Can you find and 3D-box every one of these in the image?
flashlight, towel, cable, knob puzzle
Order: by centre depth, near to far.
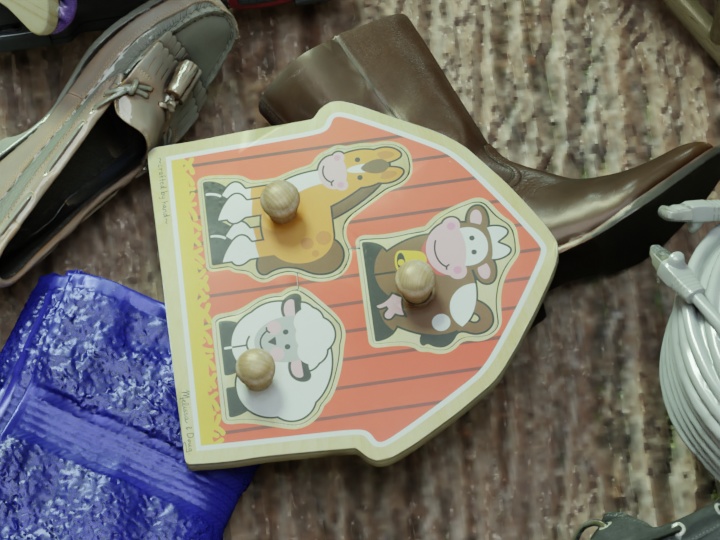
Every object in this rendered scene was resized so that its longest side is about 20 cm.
[{"bbox_3d":[0.245,0.052,1.383,0.199,0.069,0.201,-6,54,-23],"label":"cable"},{"bbox_3d":[-0.133,0.104,1.392,0.147,0.050,0.201,20,66,10],"label":"towel"},{"bbox_3d":[0.000,0.000,1.398,0.218,0.030,0.221,-2,65,3],"label":"knob puzzle"},{"bbox_3d":[-0.109,-0.164,1.513,0.199,0.068,0.068,-8,96,0],"label":"flashlight"}]

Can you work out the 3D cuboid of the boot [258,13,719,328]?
[{"bbox_3d":[0.067,-0.075,1.476,0.186,0.064,0.200,-31,64,-16],"label":"boot"}]

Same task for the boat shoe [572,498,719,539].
[{"bbox_3d":[0.137,0.146,1.366,0.199,0.070,0.066,-20,59,-10],"label":"boat shoe"}]

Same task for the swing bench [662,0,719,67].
[{"bbox_3d":[0.207,-0.247,1.517,0.199,0.130,0.200,-40,71,-17],"label":"swing bench"}]

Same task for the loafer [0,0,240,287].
[{"bbox_3d":[-0.132,-0.064,1.453,0.200,0.072,0.063,-42,44,-10],"label":"loafer"}]

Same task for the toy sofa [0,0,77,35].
[{"bbox_3d":[-0.178,-0.200,1.479,0.082,0.098,0.200,-10,29,-40],"label":"toy sofa"}]
